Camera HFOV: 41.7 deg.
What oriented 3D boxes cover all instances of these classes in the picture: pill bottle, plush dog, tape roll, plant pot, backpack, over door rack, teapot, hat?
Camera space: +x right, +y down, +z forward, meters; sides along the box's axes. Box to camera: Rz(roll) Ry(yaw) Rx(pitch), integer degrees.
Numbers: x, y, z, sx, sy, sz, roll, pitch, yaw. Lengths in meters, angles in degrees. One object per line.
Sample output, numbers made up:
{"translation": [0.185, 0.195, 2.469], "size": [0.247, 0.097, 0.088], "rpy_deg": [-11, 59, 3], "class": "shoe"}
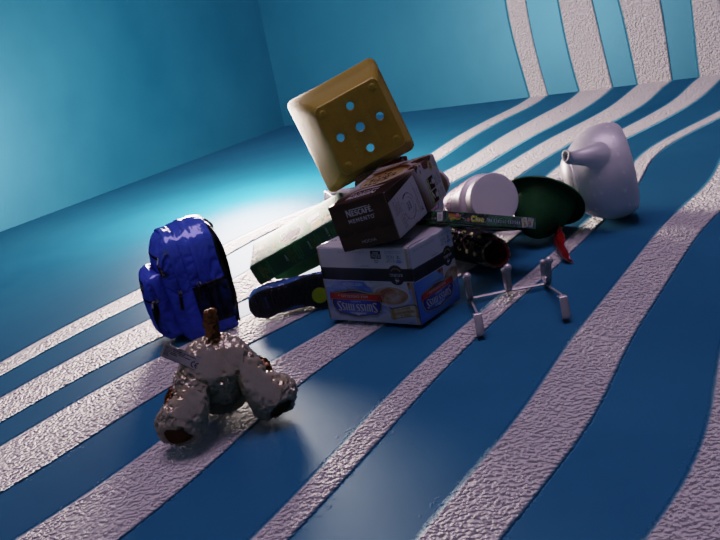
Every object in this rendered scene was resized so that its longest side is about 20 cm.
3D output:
{"translation": [0.228, -0.122, 1.814], "size": [0.111, 0.116, 0.200], "rpy_deg": [-15, -3, -11], "class": "pill bottle"}
{"translation": [-0.200, 0.147, 1.307], "size": [0.196, 0.163, 0.172], "rpy_deg": [-15, -11, -16], "class": "plush dog"}
{"translation": [-0.082, -0.035, 1.853], "size": [0.197, 0.049, 0.200], "rpy_deg": [-25, 2, 1], "class": "tape roll"}
{"translation": [-0.009, -0.277, 1.813], "size": [0.197, 0.203, 0.176], "rpy_deg": [-28, 11, -2], "class": "plant pot"}
{"translation": [-0.315, 0.011, 1.704], "size": [0.165, 0.204, 0.162], "rpy_deg": [-18, 18, -23], "class": "backpack"}
{"translation": [0.238, 0.029, 1.479], "size": [0.145, 0.068, 0.200], "rpy_deg": [-12, 16, 4], "class": "over door rack"}
{"translation": [0.452, -0.183, 1.844], "size": [0.143, 0.203, 0.198], "rpy_deg": [-15, 24, 9], "class": "teapot"}
{"translation": [0.331, -0.064, 1.784], "size": [0.162, 0.179, 0.201], "rpy_deg": [11, -23, 14], "class": "hat"}

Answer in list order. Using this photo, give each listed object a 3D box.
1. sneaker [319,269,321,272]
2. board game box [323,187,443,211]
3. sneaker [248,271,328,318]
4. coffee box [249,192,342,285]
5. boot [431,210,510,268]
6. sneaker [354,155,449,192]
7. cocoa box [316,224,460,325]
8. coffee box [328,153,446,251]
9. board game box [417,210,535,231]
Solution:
{"translation": [0.000, 0.000, 1.765], "size": [0.074, 0.086, 0.199], "rpy_deg": [-26, -4, -44], "class": "sneaker"}
{"translation": [0.042, -0.138, 1.887], "size": [0.195, 0.042, 0.200], "rpy_deg": [-8, 14, -14], "class": "board game box"}
{"translation": [-0.108, 0.034, 1.716], "size": [0.196, 0.067, 0.079], "rpy_deg": [-12, 16, 4], "class": "sneaker"}
{"translation": [-0.108, -0.059, 1.724], "size": [0.198, 0.044, 0.123], "rpy_deg": [-30, 22, 8], "class": "coffee box"}
{"translation": [0.164, -0.064, 1.717], "size": [0.201, 0.075, 0.153], "rpy_deg": [22, -3, -37], "class": "boot"}
{"translation": [0.098, -0.174, 1.778], "size": [0.197, 0.073, 0.112], "rpy_deg": [4, 19, 34], "class": "sneaker"}
{"translation": [0.048, 0.005, 1.580], "size": [0.197, 0.134, 0.133], "rpy_deg": [1, 19, 39], "class": "cocoa box"}
{"translation": [0.047, -0.113, 1.547], "size": [0.111, 0.081, 0.200], "rpy_deg": [-12, 18, 32], "class": "coffee box"}
{"translation": [0.192, -0.084, 1.614], "size": [0.197, 0.024, 0.104], "rpy_deg": [3, 1, -32], "class": "board game box"}
